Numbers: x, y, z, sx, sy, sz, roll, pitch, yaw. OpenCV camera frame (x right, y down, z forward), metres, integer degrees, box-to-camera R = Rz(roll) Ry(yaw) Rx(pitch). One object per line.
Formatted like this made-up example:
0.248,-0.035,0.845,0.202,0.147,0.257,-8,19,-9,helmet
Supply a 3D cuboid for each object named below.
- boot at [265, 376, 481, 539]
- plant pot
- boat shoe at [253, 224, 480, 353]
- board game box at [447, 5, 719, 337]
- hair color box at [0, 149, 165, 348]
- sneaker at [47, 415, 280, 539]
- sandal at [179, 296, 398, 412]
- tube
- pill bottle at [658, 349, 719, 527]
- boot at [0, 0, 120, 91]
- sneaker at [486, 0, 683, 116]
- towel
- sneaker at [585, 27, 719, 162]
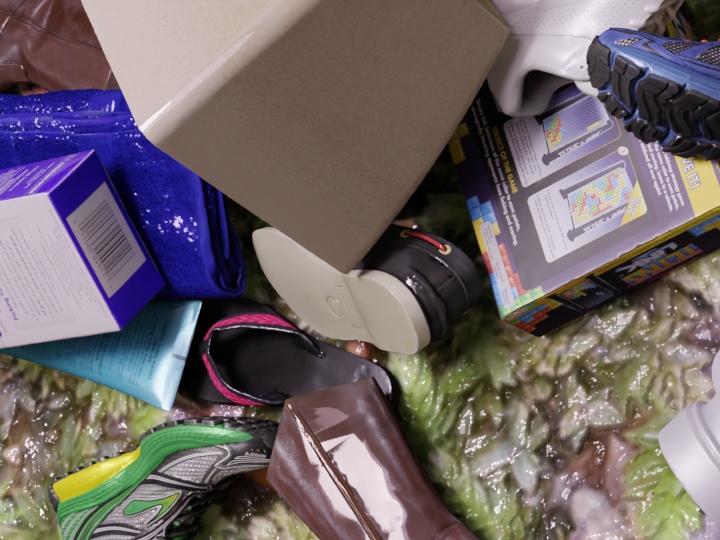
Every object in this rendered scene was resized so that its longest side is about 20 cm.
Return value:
-0.017,0.186,1.426,0.186,0.064,0.200,-40,67,2,boot
-0.033,-0.154,1.358,0.177,0.200,0.200,-40,48,15,plant pot
0.001,0.002,1.458,0.063,0.074,0.201,-35,27,-24,boat shoe
0.140,-0.084,1.419,0.165,0.057,0.201,-27,62,23,board game box
-0.241,-0.008,1.541,0.199,0.110,0.065,-9,27,36,hair color box
-0.122,0.153,1.525,0.200,0.078,0.085,-29,68,34,sneaker
-0.063,0.061,1.520,0.200,0.045,0.075,17,86,36,sandal
-0.192,0.045,1.599,0.200,0.050,0.078,10,86,41,tube
0.266,0.059,1.256,0.200,0.112,0.112,-43,57,17,pill bottle
-0.241,-0.133,1.686,0.200,0.064,0.187,23,90,32,boot
0.157,-0.150,1.358,0.200,0.078,0.100,-27,68,34,sneaker
-0.175,-0.051,1.547,0.199,0.050,0.148,1,105,33,towel
0.227,-0.107,1.320,0.199,0.075,0.079,14,63,-7,sneaker
